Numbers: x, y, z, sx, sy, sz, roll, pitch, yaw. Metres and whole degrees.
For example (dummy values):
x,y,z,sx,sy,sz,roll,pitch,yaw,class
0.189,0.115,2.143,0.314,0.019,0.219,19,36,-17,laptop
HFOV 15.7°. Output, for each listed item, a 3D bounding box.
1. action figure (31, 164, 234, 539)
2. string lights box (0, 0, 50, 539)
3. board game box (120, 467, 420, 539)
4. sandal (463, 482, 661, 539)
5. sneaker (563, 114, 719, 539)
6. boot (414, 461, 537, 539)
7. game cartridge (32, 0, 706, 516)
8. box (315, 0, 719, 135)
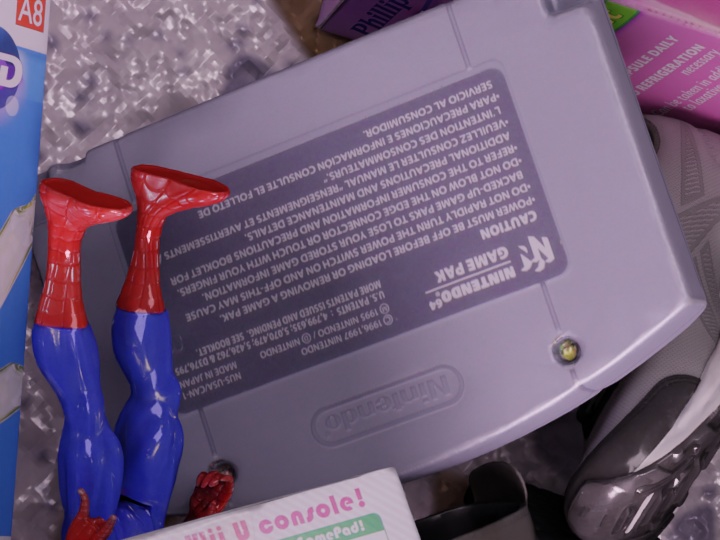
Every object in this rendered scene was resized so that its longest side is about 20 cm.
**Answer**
x,y,z,sx,sy,sz,roll,pitch,yaw,class
-0.073,0.073,0.781,0.065,0.052,0.201,-16,118,-52,action figure
-0.147,-0.002,0.742,0.103,0.059,0.201,10,82,-56,string lights box
-0.033,0.168,0.678,0.147,0.064,0.201,-12,76,-24,board game box
0.108,0.128,0.830,0.200,0.075,0.048,32,101,23,sandal
0.093,0.018,0.865,0.079,0.074,0.200,26,40,0,sneaker
-0.004,0.155,0.763,0.200,0.077,0.139,-29,106,-46,boot
0.000,0.000,0.811,0.199,0.041,0.134,-20,78,18,game cartridge
0.104,-0.151,0.918,0.199,0.097,0.177,16,71,-16,box
